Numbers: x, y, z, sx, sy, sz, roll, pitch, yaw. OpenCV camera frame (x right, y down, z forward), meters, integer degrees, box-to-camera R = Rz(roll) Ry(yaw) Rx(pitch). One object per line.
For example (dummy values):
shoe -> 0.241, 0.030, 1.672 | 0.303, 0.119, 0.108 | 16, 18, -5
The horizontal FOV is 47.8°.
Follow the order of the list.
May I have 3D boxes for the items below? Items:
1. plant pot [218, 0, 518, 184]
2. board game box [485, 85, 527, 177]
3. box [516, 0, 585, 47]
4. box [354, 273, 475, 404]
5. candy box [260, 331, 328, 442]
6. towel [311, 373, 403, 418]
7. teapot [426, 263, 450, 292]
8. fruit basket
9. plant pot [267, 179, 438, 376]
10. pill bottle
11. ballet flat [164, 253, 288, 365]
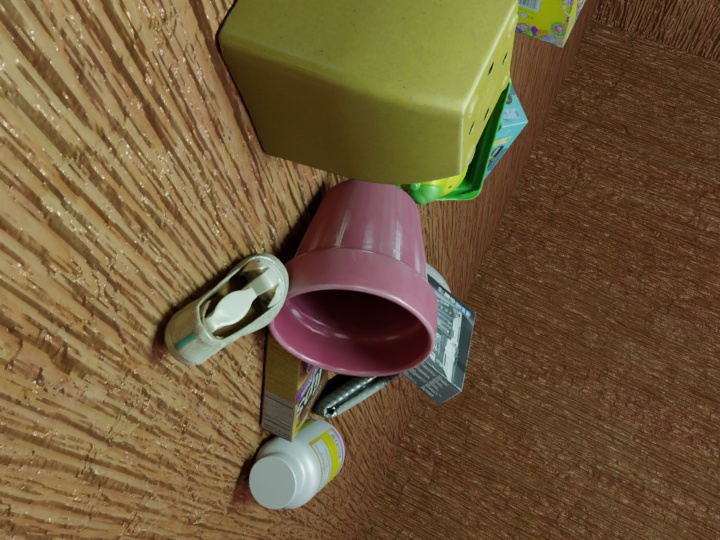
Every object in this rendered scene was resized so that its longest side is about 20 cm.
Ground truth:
plant pot -> 0.026, -0.190, 0.709 | 0.197, 0.197, 0.196 | -63, 165, -15
board game box -> 0.161, -0.226, 1.203 | 0.046, 0.153, 0.200 | -13, 162, -20
box -> 0.213, -0.428, 1.054 | 0.195, 0.197, 0.123 | -61, 165, -24
box -> 0.068, 0.065, 1.142 | 0.050, 0.199, 0.159 | -38, -161, 37
candy box -> -0.082, 0.126, 1.111 | 0.202, 0.056, 0.117 | 101, 16, -45
towel -> 0.008, 0.165, 1.251 | 0.198, 0.035, 0.192 | -33, -177, -15
teapot -> 0.052, 0.034, 1.304 | 0.199, 0.194, 0.149 | 164, -86, -68
fruit basket -> 0.111, -0.166, 1.076 | 0.215, 0.152, 0.220 | 178, -90, -78
plant pot -> 0.000, 0.000, 0.969 | 0.201, 0.196, 0.182 | 92, 6, -57
pill bottle -> -0.097, 0.292, 1.220 | 0.106, 0.103, 0.200 | -68, 166, 7
ballet flat -> -0.111, 0.030, 0.791 | 0.062, 0.068, 0.200 | -32, -171, 34
